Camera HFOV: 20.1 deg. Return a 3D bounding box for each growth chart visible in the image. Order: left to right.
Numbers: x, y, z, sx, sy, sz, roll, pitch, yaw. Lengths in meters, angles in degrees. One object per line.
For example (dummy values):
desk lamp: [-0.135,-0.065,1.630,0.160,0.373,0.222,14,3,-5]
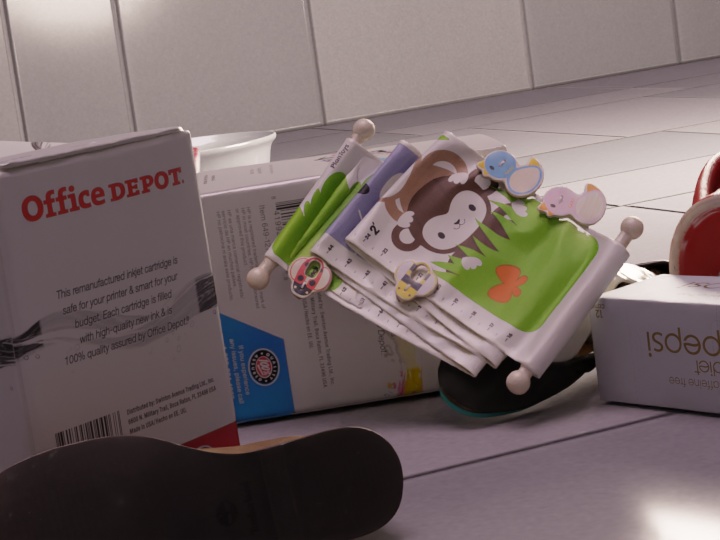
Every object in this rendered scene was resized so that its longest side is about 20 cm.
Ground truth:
growth chart: [0.051,-0.014,1.183,0.200,0.145,0.018,23,-17,20]

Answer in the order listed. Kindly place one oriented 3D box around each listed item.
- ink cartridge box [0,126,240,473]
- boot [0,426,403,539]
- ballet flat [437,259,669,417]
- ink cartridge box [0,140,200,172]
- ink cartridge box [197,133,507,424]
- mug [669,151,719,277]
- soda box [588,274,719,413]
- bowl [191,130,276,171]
ink cartridge box: [-0.143,0.038,1.010,0.084,0.201,0.144,-1,11,37]
boot: [-0.084,0.113,0.954,0.199,0.074,0.075,-3,-7,-23]
ballet flat: [0.124,0.029,1.213,0.200,0.069,0.068,-17,49,-44]
ink cartridge box: [-0.214,-0.011,1.439,0.199,0.146,0.085,1,26,-5]
ink cartridge box: [0.000,0.000,1.303,0.199,0.148,0.145,-8,8,-3]
mug: [0.281,-0.016,1.261,0.200,0.134,0.177,-21,7,-38]
soda box: [0.219,0.042,1.110,0.068,0.064,0.200,-15,10,-37]
bowl: [-0.188,-0.099,2.304,0.200,0.091,0.201,-7,9,1]
